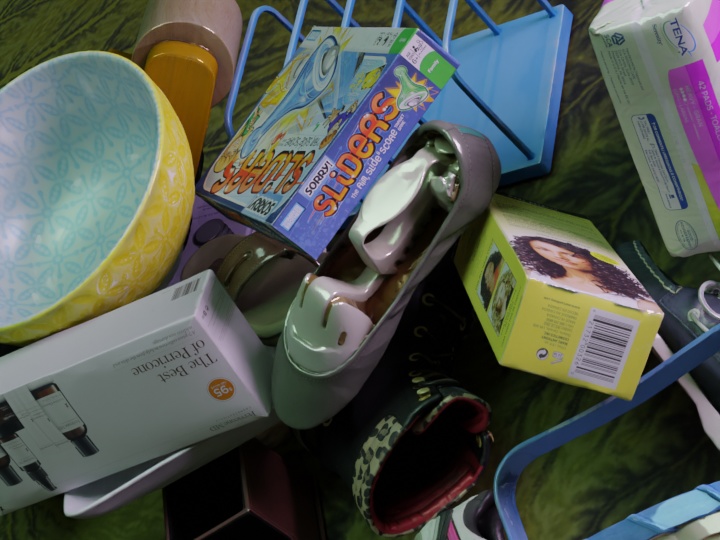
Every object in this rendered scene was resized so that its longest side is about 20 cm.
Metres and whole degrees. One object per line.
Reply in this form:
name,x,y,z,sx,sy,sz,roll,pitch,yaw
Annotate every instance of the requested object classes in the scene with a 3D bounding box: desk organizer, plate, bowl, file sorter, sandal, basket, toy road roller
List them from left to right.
bowl,-0.177,-0.029,1.106,0.200,0.108,0.200,-17,56,26
toy road roller,-0.173,-0.112,1.207,0.123,0.146,0.200,-89,15,-58
plate,-0.096,0.068,1.100,0.199,0.032,0.200,-29,25,7
desk organizer,-0.064,0.198,1.031,0.072,0.077,0.200,-33,41,19
sandal,-0.064,-0.001,1.080,0.080,0.057,0.201,-46,28,-24
file sorter,0.024,-0.131,1.184,0.200,0.123,0.139,-14,51,35
basket,0.153,0.137,0.808,0.176,0.139,0.200,-38,44,28

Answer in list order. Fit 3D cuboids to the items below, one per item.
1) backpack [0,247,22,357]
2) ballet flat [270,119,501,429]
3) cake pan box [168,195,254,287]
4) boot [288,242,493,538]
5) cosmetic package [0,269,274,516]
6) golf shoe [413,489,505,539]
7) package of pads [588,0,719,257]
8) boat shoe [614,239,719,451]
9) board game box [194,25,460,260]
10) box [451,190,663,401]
backpack,-0.290,0.054,1.238,0.200,0.154,0.190,-64,15,-1
ballet flat,0.000,0.000,0.953,0.067,0.064,0.200,41,101,29
cake pan box,-0.151,0.035,1.269,0.200,0.052,0.184,-14,48,36
boot,0.043,0.056,1.028,0.200,0.073,0.151,-49,25,5
cosmetic package,-0.154,0.076,1.022,0.200,0.083,0.051,-22,30,23
golf shoe,0.085,0.188,0.903,0.092,0.073,0.200,-48,39,1
package of pads,0.197,-0.116,0.945,0.068,0.155,0.200,-10,30,30
boat shoe,0.194,0.044,0.917,0.062,0.075,0.200,-42,41,11
board game box,-0.027,-0.081,1.016,0.135,0.034,0.200,-54,19,-5
box,0.100,0.007,0.918,0.200,0.075,0.050,-108,34,-74
